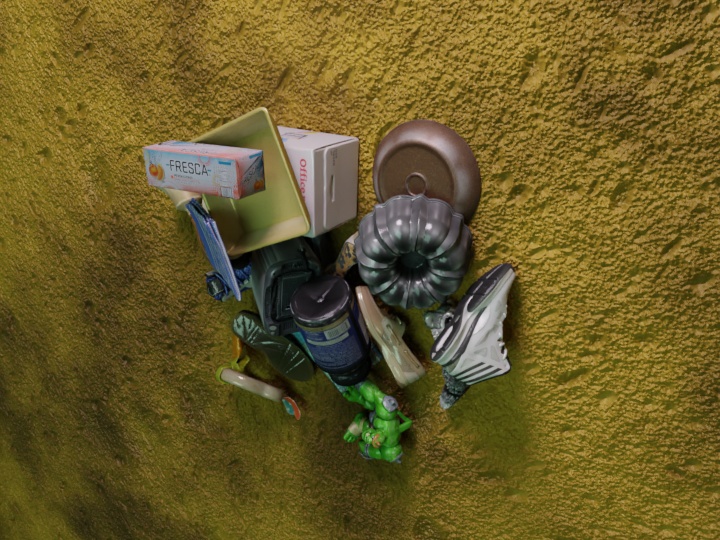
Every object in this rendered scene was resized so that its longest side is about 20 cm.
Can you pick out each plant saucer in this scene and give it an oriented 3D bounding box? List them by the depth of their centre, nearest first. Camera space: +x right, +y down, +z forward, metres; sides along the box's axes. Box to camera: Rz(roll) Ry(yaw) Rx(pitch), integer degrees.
[{"bbox_3d":[-0.173,-0.140,1.083,0.198,0.048,0.202,-13,101,37],"label":"plant saucer"},{"bbox_3d":[0.098,-0.143,1.100,0.198,0.037,0.203,12,115,28],"label":"plant saucer"}]

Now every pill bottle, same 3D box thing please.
[{"bbox_3d":[-0.044,0.113,1.196,0.111,0.112,0.201,10,139,29],"label":"pill bottle"}]

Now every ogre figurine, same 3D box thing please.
[{"bbox_3d":[0.029,0.287,1.290,0.119,0.097,0.203,18,105,44],"label":"ogre figurine"}]

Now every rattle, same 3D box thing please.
[{"bbox_3d":[-0.197,0.215,1.441,0.198,0.144,0.131,18,152,8],"label":"rattle"}]

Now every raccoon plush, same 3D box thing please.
[{"bbox_3d":[0.144,0.146,1.161,0.134,0.096,0.201,46,127,17],"label":"raccoon plush"}]

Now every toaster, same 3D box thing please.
[{"bbox_3d":[-0.140,0.011,1.232,0.130,0.112,0.202,-124,31,-46],"label":"toaster"}]

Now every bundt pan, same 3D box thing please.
[{"bbox_3d":[0.085,-0.017,1.085,0.199,0.076,0.204,3,125,4],"label":"bundt pan"}]

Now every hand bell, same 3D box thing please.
[{"bbox_3d":[-0.321,-0.101,1.319,0.104,0.104,0.202,-31,80,37],"label":"hand bell"}]

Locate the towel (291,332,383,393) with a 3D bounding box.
[{"bbox_3d":[-0.061,0.134,1.325,0.200,0.022,0.147,48,127,7],"label":"towel"}]

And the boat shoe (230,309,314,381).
[{"bbox_3d":[-0.173,0.147,1.376,0.200,0.066,0.072,38,112,-10],"label":"boat shoe"}]

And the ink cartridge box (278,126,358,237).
[{"bbox_3d":[-0.121,-0.160,1.163,0.198,0.144,0.149,14,115,28],"label":"ink cartridge box"}]

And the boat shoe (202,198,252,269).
[{"bbox_3d":[-0.255,-0.095,1.292,0.073,0.063,0.203,-17,63,-1],"label":"boat shoe"}]

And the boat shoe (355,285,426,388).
[{"bbox_3d":[0.053,0.111,1.222,0.064,0.071,0.202,-27,93,2],"label":"boat shoe"}]

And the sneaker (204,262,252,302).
[{"bbox_3d":[-0.238,0.012,1.328,0.198,0.115,0.081,-29,94,36],"label":"sneaker"}]

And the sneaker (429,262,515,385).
[{"bbox_3d":[0.207,0.093,1.070,0.115,0.201,0.076,40,169,-12],"label":"sneaker"}]

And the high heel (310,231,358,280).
[{"bbox_3d":[0.000,0.000,1.205,0.198,0.071,0.144,7,118,35],"label":"high heel"}]

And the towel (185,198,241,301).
[{"bbox_3d":[-0.255,-0.040,1.160,0.200,0.024,0.146,37,147,62],"label":"towel"}]

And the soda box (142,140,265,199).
[{"bbox_3d":[-0.244,-0.160,1.049,0.198,0.068,0.064,12,115,29],"label":"soda box"}]
